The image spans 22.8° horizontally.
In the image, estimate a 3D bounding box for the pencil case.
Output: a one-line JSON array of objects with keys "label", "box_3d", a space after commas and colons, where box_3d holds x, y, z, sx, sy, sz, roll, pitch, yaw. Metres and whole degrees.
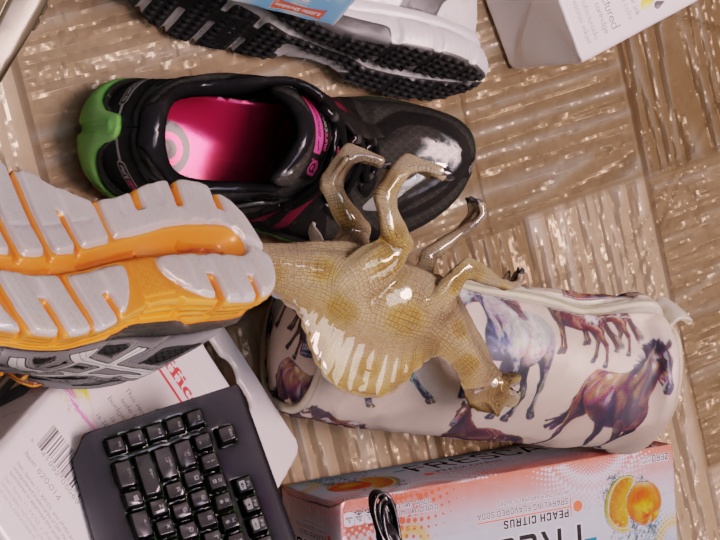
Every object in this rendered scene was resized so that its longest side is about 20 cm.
[{"label": "pencil case", "box_3d": [0.056, 0.037, 0.848, 0.198, 0.078, 0.090, 8, 126, -19]}]

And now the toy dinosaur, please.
[{"label": "toy dinosaur", "box_3d": [0.000, 0.000, 0.756, 0.198, 0.058, 0.102, 22, 84, -18]}]

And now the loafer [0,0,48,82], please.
[{"label": "loafer", "box_3d": [-0.187, -0.076, 0.734, 0.067, 0.076, 0.202, 30, 72, -22]}]

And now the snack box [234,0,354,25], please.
[{"label": "snack box", "box_3d": [-0.092, -0.182, 0.742, 0.198, 0.037, 0.118, 12, 68, -21]}]

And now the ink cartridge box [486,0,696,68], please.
[{"label": "ink cartridge box", "box_3d": [0.150, -0.197, 0.921, 0.199, 0.067, 0.118, -30, 106, -25]}]

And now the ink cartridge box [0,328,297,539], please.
[{"label": "ink cartridge box", "box_3d": [-0.108, 0.092, 0.749, 0.118, 0.067, 0.200, 58, 28, -13]}]

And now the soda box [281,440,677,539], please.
[{"label": "soda box", "box_3d": [0.062, 0.128, 0.884, 0.198, 0.063, 0.069, -5, 94, -29]}]

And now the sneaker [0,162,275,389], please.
[{"label": "sneaker", "box_3d": [-0.118, 0.012, 0.660, 0.199, 0.077, 0.079, 5, 52, -50]}]

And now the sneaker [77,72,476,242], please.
[{"label": "sneaker", "box_3d": [-0.028, -0.049, 0.816, 0.198, 0.084, 0.078, 0, 92, -29]}]

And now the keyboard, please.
[{"label": "keyboard", "box_3d": [-0.023, 0.139, 0.676, 0.126, 0.021, 0.202, -16, 75, -20]}]

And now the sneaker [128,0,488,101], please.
[{"label": "sneaker", "box_3d": [-0.028, -0.141, 0.831, 0.198, 0.073, 0.081, 14, 70, -34]}]
